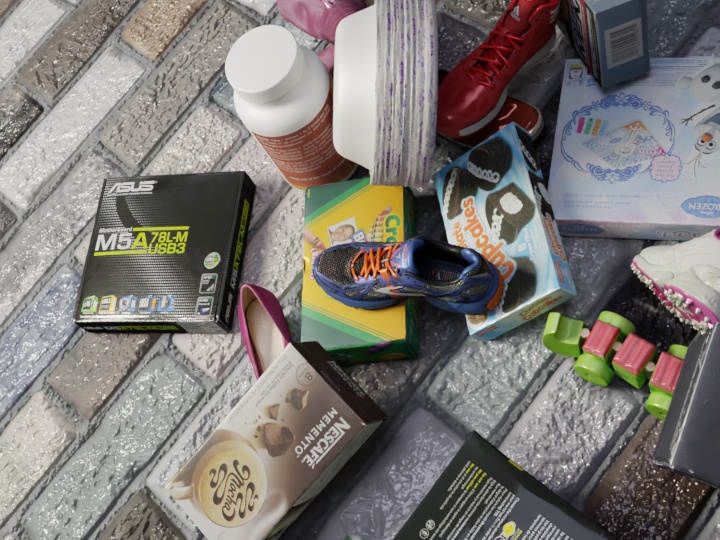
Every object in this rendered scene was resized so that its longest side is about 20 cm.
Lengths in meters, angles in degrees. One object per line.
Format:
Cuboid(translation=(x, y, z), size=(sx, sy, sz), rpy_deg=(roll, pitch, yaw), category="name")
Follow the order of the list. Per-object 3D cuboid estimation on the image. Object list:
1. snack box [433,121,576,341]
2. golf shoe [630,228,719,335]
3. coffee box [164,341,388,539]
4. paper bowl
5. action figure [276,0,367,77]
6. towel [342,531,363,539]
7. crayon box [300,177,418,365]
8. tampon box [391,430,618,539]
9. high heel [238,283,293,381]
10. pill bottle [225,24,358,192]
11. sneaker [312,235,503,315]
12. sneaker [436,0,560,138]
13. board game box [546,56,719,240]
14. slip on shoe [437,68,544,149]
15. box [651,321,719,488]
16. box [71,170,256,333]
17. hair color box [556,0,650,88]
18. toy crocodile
Cuboid(translation=(0.148, -0.041, 1.088), size=(0.115, 0.037, 0.203), rpy_deg=(-31, 56, 33), category="snack box")
Cuboid(translation=(0.315, 0.001, 0.956), size=(0.075, 0.200, 0.092), rpy_deg=(43, 96, -10), category="golf shoe")
Cuboid(translation=(-0.083, 0.181, 1.029), size=(0.113, 0.080, 0.200), rpy_deg=(45, 100, 15), category="coffee box")
Cuboid(translation=(0.024, -0.190, 1.075), size=(0.102, 0.201, 0.204), rpy_deg=(2, 65, 0), category="paper bowl")
Cuboid(translation=(-0.013, -0.300, 1.238), size=(0.133, 0.150, 0.201), rpy_deg=(-32, 45, -4), category="action figure")
Cuboid(translation=(-0.017, 0.372, 0.987), size=(0.152, 0.023, 0.201), rpy_deg=(32, 81, 30), category="towel")
Cuboid(translation=(0.000, 0.000, 1.133), size=(0.117, 0.058, 0.203), rpy_deg=(-8, 63, 15), category="crayon box")
Cuboid(translation=(0.152, 0.264, 0.901), size=(0.199, 0.150, 0.127), rpy_deg=(35, 81, 29), category="tampon box")
Cuboid(translation=(-0.086, 0.111, 1.090), size=(0.066, 0.096, 0.203), rpy_deg=(-17, 61, 11), category="high heel")
Cuboid(translation=(-0.074, -0.181, 1.164), size=(0.110, 0.200, 0.114), rpy_deg=(-8, 63, 16), category="pill bottle")
Cuboid(translation=(0.044, -0.006, 1.043), size=(0.197, 0.079, 0.076), rpy_deg=(1, 64, 15), category="sneaker")
Cuboid(translation=(0.144, -0.242, 1.109), size=(0.078, 0.116, 0.201), rpy_deg=(33, 70, 16), category="sneaker")
Cuboid(translation=(0.305, -0.131, 1.094), size=(0.197, 0.043, 0.202), rpy_deg=(4, 66, 21), category="board game box")
Cuboid(translation=(0.115, -0.189, 1.181), size=(0.198, 0.061, 0.075), rpy_deg=(23, 73, 26), category="slip on shoe")
Cuboid(translation=(0.352, 0.136, 0.833), size=(0.197, 0.198, 0.125), rpy_deg=(19, 84, 14), category="box")
Cuboid(translation=(-0.234, -0.022, 1.236), size=(0.197, 0.048, 0.196), rpy_deg=(0, 68, 19), category="box")
Cuboid(translation=(0.248, -0.302, 1.133), size=(0.060, 0.100, 0.202), rpy_deg=(-19, 45, 1), category="hair color box")
Cuboid(translation=(0.270, 0.089, 0.993), size=(0.198, 0.062, 0.068), rpy_deg=(26, 76, 27), category="toy crocodile")
